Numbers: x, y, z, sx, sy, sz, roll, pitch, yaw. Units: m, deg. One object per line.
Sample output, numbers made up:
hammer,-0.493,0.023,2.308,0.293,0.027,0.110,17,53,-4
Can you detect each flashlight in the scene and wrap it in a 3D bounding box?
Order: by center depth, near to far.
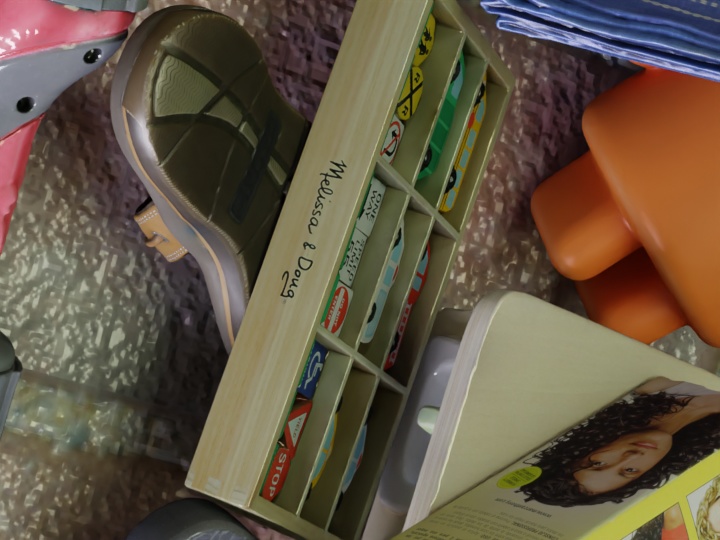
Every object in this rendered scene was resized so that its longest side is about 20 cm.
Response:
flashlight,-0.121,-0.031,0.952,0.068,0.067,0.201,-7,117,-55

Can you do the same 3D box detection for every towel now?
towel,0.142,-0.131,1.068,0.200,0.144,0.024,-58,159,-49

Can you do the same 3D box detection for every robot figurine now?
robot figurine,0.166,-0.047,1.120,0.199,0.117,0.144,-29,77,7

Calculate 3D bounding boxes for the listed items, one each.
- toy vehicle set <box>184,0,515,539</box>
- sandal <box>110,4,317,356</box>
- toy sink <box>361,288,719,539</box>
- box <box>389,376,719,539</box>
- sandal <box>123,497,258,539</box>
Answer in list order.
toy vehicle set,0.000,0.000,1.050,0.201,0.026,0.124,-71,160,-7
sandal,-0.056,-0.029,1.001,0.082,0.054,0.200,-66,156,-17
toy sink,0.075,0.092,1.100,0.199,0.112,0.131,22,82,-35
box,0.062,0.104,0.981,0.199,0.075,0.050,-30,113,-30
sandal,-0.033,0.143,1.056,0.076,0.043,0.200,-42,134,-10
